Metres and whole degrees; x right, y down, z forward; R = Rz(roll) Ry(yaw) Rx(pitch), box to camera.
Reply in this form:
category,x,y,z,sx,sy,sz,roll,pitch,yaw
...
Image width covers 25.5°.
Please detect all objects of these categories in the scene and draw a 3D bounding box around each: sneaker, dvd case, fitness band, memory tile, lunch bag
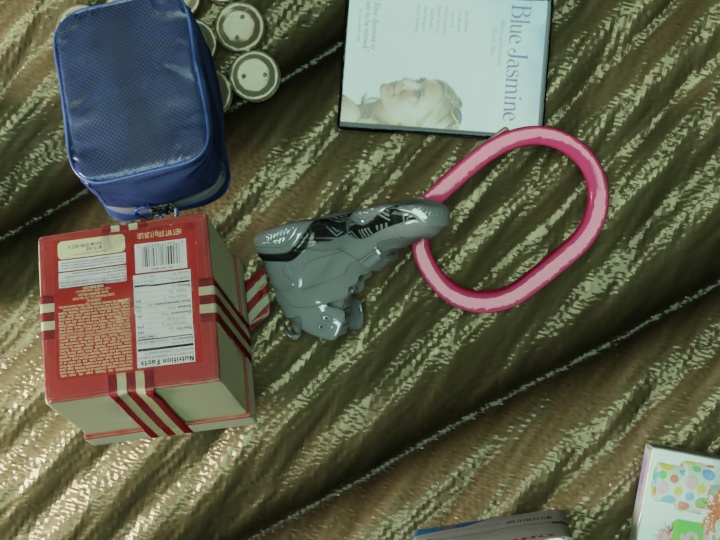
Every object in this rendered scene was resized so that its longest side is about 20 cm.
category,x,y,z,sx,sy,sz,roll,pitch,yaw
sneaker,0.000,0.000,1.496,0.200,0.075,0.115,-11,94,25
dvd case,0.081,-0.200,1.531,0.200,0.018,0.143,4,90,4
fitness band,0.141,-0.049,1.509,0.200,0.037,0.144,-40,92,9
memory tile,-0.187,-0.211,1.551,0.200,0.017,0.153,-19,89,3
lunch bag,-0.195,-0.140,1.474,0.136,0.132,0.200,-10,75,4

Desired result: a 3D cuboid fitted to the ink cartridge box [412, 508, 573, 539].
category,x,y,z,sx,sy,sz,roll,pitch,yaw
ink cartridge box,0.122,0.276,1.437,0.146,0.200,0.086,-9,89,4

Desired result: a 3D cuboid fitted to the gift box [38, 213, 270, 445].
category,x,y,z,sx,sy,sz,roll,pitch,yaw
gift box,-0.185,0.047,1.472,0.184,0.187,0.200,-3,70,6

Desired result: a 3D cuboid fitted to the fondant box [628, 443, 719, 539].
category,x,y,z,sx,sy,sz,roll,pitch,yaw
fondant box,0.356,0.251,1.492,0.200,0.058,0.144,10,91,3
